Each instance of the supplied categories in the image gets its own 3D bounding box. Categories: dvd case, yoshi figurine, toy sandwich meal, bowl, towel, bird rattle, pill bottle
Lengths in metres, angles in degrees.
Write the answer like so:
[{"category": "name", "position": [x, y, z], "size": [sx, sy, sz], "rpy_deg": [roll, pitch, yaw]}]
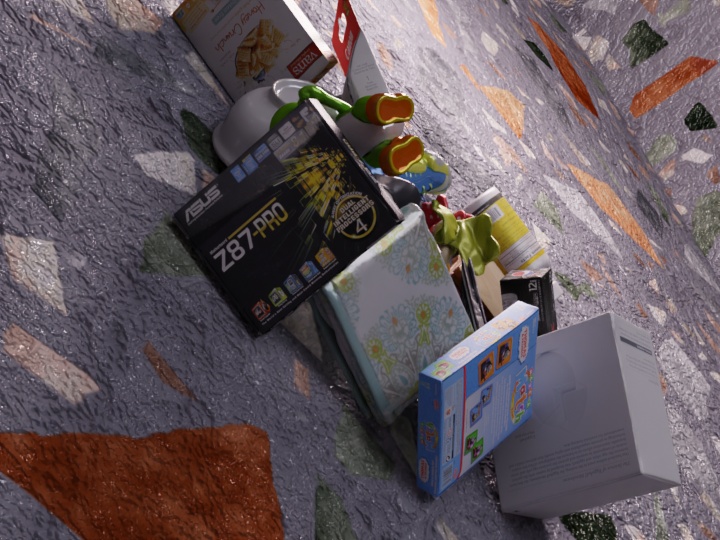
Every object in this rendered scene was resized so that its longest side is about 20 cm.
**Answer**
[{"category": "dvd case", "position": [0.144, 0.109, 1.552], "size": [0.150, 0.016, 0.202], "rpy_deg": [-98, -177, -51]}, {"category": "yoshi figurine", "position": [-0.029, -0.150, 1.357], "size": [0.111, 0.114, 0.199], "rpy_deg": [31, -12, -36]}, {"category": "toy sandwich meal", "position": [0.163, 0.049, 1.769], "size": [0.205, 0.070, 0.206], "rpy_deg": [41, 25, -24]}, {"category": "bowl", "position": [-0.077, -0.173, 1.521], "size": [0.198, 0.091, 0.202], "rpy_deg": [17, 30, -10]}, {"category": "towel", "position": [0.038, 0.051, 1.403], "size": [0.170, 0.048, 0.202], "rpy_deg": [-34, 108, -32]}, {"category": "bird rattle", "position": [0.094, -0.027, 1.651], "size": [0.112, 0.164, 0.200], "rpy_deg": [33, -5, -14]}, {"category": "pill bottle", "position": [0.229, -0.020, 1.944], "size": [0.201, 0.111, 0.111], "rpy_deg": [54, 23, 4]}]

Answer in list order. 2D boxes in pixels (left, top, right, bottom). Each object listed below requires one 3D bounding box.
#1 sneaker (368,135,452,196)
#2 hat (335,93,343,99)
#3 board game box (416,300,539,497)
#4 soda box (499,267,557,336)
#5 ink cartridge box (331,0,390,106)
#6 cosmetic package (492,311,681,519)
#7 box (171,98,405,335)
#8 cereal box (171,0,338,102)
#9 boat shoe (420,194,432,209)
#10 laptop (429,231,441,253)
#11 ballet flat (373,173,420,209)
[{"category": "sneaker", "position": [0.043, -0.105, 1.522], "size": [0.199, 0.075, 0.107], "rpy_deg": [24, 69, -49]}, {"category": "hat", "position": [-0.004, -0.197, 1.719], "size": [0.197, 0.082, 0.202], "rpy_deg": [15, 37, -11]}, {"category": "board game box", "position": [0.136, 0.144, 1.412], "size": [0.036, 0.154, 0.199], "rpy_deg": [20, 34, 35]}, {"category": "soda box", "position": [0.242, 0.103, 1.729], "size": [0.071, 0.062, 0.204], "rpy_deg": [-29, 112, -67]}, {"category": "ink cartridge box", "position": [-0.013, -0.242, 1.599], "size": [0.161, 0.049, 0.203], "rpy_deg": [110, -43, -71]}, {"category": "cosmetic package", "position": [0.271, 0.188, 1.540], "size": [0.122, 0.197, 0.203], "rpy_deg": [23, 54, -48]}, {"category": "box", "position": [-0.076, -0.056, 1.305], "size": [0.162, 0.199, 0.049], "rpy_deg": [53, 13, 4]}, {"category": "cereal box", "position": [-0.141, -0.307, 1.628], "size": [0.201, 0.143, 0.039], "rpy_deg": [53, 23, 6]}, {"category": "boat shoe", "position": [0.070, -0.092, 1.782], "size": [0.069, 0.085, 0.199], "rpy_deg": [46, 22, 19]}, {"category": "laptop", "position": [-0.030, -0.078, 1.499], "size": [0.199, 0.116, 0.188], "rpy_deg": [37, 16, -30]}, {"category": "ballet flat", "position": [-0.023, -0.074, 1.411], "size": [0.196, 0.074, 0.074], "rpy_deg": [4, 39, -12]}]
